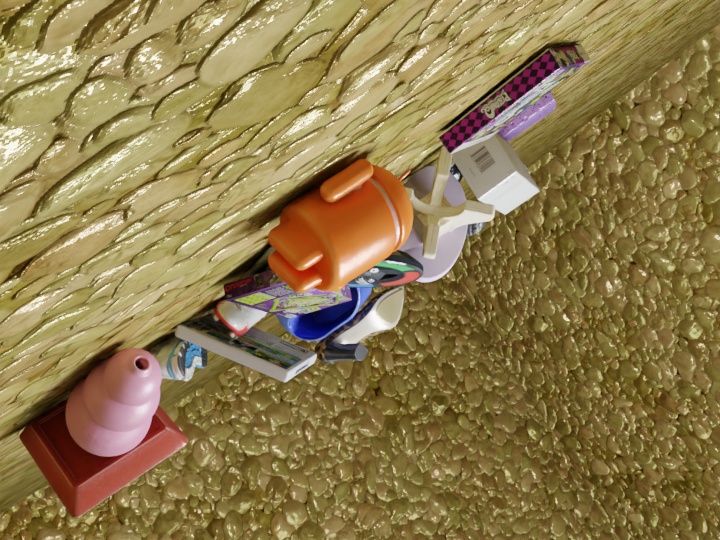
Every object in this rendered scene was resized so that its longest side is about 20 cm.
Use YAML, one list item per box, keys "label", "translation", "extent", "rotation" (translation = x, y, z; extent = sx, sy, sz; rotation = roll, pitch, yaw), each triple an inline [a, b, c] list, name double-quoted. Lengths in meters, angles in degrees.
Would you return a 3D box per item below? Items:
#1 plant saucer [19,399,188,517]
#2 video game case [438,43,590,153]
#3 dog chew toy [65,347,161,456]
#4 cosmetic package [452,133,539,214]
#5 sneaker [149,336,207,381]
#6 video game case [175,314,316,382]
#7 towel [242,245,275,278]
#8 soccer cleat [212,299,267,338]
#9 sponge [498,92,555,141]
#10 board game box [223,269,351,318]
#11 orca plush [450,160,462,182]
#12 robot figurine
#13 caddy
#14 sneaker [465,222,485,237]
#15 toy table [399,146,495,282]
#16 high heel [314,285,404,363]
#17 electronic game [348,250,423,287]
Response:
- label: "plant saucer"
  translation: [-0.398, 0.248, 1.308]
  extent: [0.198, 0.199, 0.037]
  rotation: [-31, 139, -28]
- label: "video game case"
  translation: [0.224, -0.249, 1.227]
  extent: [0.199, 0.036, 0.181]
  rotation: [-36, 177, 31]
- label: "dog chew toy"
  translation: [-0.339, 0.178, 1.202]
  extent: [0.124, 0.125, 0.200]
  rotation: [-30, 167, -45]
- label: "cosmetic package"
  translation: [0.237, -0.174, 1.492]
  extent: [0.084, 0.109, 0.199]
  rotation: [-35, 163, 16]
- label: "sneaker"
  translation: [-0.312, 0.139, 1.433]
  extent: [0.085, 0.076, 0.200]
  rotation: [-7, -177, 5]
- label: "video game case"
  translation: [-0.185, 0.125, 1.418]
  extent: [0.182, 0.197, 0.022]
  rotation: [-16, 127, -78]
- label: "towel"
  translation: [-0.080, -0.048, 1.273]
  extent: [0.192, 0.035, 0.200]
  rotation: [-36, 176, -29]
- label: "soccer cleat"
  translation: [-0.187, 0.058, 1.423]
  extent: [0.085, 0.069, 0.200]
  rotation: [-46, 176, 7]
- label: "sponge"
  translation: [0.271, -0.260, 1.578]
  extent: [0.198, 0.030, 0.111]
  rotation: [-34, 176, 13]
- label: "board game box"
  translation: [-0.104, 0.033, 1.281]
  extent: [0.118, 0.033, 0.200]
  rotation: [-12, 165, 20]
- label: "orca plush"
  translation: [0.123, -0.130, 1.627]
  extent: [0.198, 0.072, 0.105]
  rotation: [-34, 177, -1]
- label: "robot figurine"
  translation: [-0.018, -0.051, 1.019]
  extent: [0.199, 0.146, 0.116]
  rotation: [-32, -161, -29]
- label: "caddy"
  translation: [-0.074, 0.043, 1.593]
  extent: [0.199, 0.142, 0.105]
  rotation: [-36, 179, 31]
- label: "sneaker"
  translation: [0.136, -0.113, 1.527]
  extent: [0.197, 0.077, 0.087]
  rotation: [9, -154, 26]
- label: "toy table"
  translation: [0.117, -0.095, 1.381]
  extent: [0.180, 0.204, 0.117]
  rotation: [0, 161, -4]
- label: "high heel"
  translation: [-0.005, 0.098, 1.650]
  extent: [0.141, 0.072, 0.201]
  rotation: [-7, -144, 48]
- label: "electronic game"
  translation: [0.000, 0.000, 1.328]
  extent: [0.196, 0.042, 0.200]
  rotation: [1, 167, 0]
